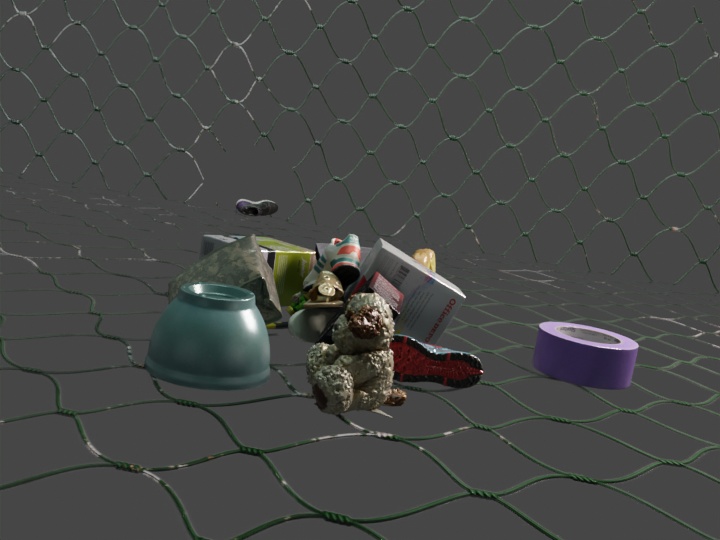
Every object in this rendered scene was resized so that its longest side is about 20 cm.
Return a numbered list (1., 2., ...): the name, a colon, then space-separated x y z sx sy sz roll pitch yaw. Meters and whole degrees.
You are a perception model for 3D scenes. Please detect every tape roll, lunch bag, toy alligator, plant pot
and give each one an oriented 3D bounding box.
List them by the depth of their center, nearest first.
1. plant pot: -0.235 0.095 1.277 0.200 0.135 0.200 8 8 -1
2. lunch bag: -0.258 0.047 1.468 0.200 0.118 0.164 -22 33 -1
3. tape roll: 0.457 0.171 1.637 0.199 0.085 0.200 8 10 -1
4. toy alligator: -0.116 0.082 1.660 0.054 0.059 0.200 51 -6 5

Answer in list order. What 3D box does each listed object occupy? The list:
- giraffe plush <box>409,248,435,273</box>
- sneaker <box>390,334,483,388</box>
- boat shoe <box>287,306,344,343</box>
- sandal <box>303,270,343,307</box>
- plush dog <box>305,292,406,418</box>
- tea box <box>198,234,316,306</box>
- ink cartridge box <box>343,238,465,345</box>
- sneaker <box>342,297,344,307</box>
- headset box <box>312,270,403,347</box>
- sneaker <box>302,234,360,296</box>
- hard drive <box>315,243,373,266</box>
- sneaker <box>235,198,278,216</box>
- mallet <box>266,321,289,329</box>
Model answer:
1. giraffe plush: 0.095 0.030 1.949 0.162 0.173 0.200 3 -7 16
2. sneaker: 0.112 0.166 1.424 0.199 0.080 0.096 16 -4 0
3. boat shoe: -0.083 0.108 1.599 0.071 0.070 0.201 -8 -2 39
4. sandal: -0.070 0.035 1.565 0.077 0.070 0.212 -2 -2 2
5. plush dog: 0.005 0.119 1.232 0.160 0.172 0.200 8 8 -9
6. tea box: -0.240 0.000 1.858 0.196 0.134 0.200 1 11 -44
7. ink cartridge box: 0.087 0.052 1.628 0.200 0.146 0.145 32 6 -5
8. sneaker: 0.056 0.089 1.831 0.200 0.075 0.115 26 11 28
9. headset box: 0.001 0.088 1.459 0.077 0.149 0.200 43 11 -3
10. sneaker: -0.054 -0.011 1.645 0.070 0.094 0.200 19 -26 -22
11. hard drive: 0.000 0.000 1.791 0.199 0.042 0.135 6 38 -23
12. sneaker: -0.449 -0.264 3.555 0.200 0.076 0.088 -1 28 -32
13. mallet: -0.185 0.108 1.576 0.066 0.041 0.200 10 4 23
